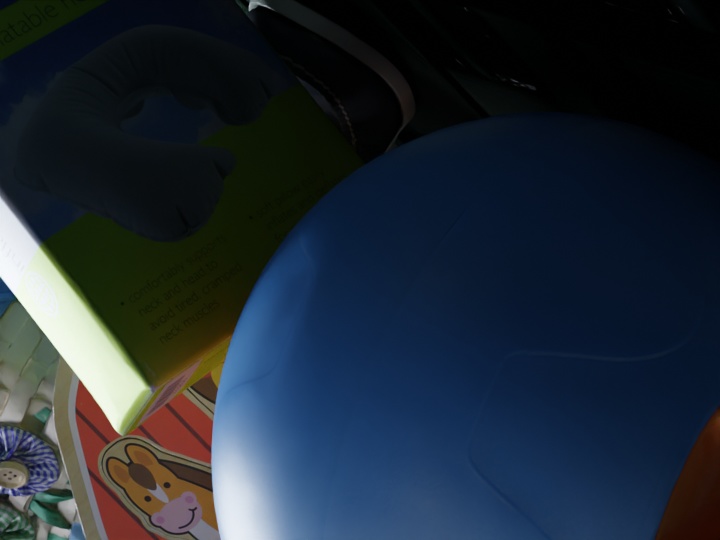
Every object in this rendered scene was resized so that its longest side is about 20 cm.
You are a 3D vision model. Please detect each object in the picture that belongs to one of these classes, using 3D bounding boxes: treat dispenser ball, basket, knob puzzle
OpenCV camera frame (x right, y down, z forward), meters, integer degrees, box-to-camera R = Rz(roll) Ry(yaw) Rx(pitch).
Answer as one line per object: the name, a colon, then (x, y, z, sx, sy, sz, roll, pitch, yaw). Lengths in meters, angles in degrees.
treat dispenser ball: (0.054, 0.054, 0.609, 0.200, 0.202, 0.201, 33, 172, 5)
basket: (-0.160, 0.032, 0.860, 0.199, 0.139, 0.177, 31, 137, 6)
knob puzzle: (-0.030, 0.060, 0.762, 0.219, 0.220, 0.031, 36, -156, -14)

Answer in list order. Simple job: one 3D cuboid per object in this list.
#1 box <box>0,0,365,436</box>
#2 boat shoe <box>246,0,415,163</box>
box: (-0.092, -0.060, 0.683, 0.200, 0.122, 0.048, 51, 146, 6)
boat shoe: (-0.026, -0.055, 0.800, 0.075, 0.062, 0.200, 36, 172, 3)
